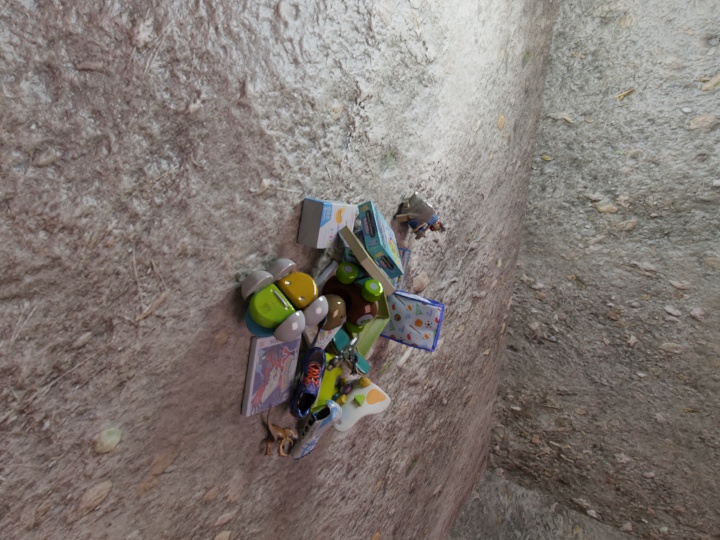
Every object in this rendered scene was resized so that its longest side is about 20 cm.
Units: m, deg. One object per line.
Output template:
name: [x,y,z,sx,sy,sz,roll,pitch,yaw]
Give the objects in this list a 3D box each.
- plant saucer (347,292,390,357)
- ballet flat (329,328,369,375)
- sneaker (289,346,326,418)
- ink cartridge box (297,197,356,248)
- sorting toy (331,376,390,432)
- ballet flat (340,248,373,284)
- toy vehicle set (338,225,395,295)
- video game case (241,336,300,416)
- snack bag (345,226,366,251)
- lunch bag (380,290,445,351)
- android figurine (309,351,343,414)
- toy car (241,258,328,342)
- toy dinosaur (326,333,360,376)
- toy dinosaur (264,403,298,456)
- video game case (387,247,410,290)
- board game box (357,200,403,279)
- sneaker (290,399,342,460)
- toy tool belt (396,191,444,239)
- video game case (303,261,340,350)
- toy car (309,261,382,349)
plant saucer: [0.015,0.150,1.759,0.201,0.047,0.202,-53,144,-33]
ballet flat: [-0.049,0.245,1.668,0.201,0.062,0.069,55,51,-21]
sneaker: [-0.134,0.307,1.496,0.074,0.078,0.204,15,86,-16]
ink cartridge box: [-0.074,-0.122,1.455,0.199,0.067,0.117,-7,109,-59]
sorting toy: [-0.042,0.422,1.679,0.180,0.198,0.108,-46,110,-39]
ballet flat: [0.000,0.000,1.607,0.075,0.073,0.200,-63,151,-19]
toy vehicle set: [0.020,-0.024,1.468,0.026,0.125,0.200,-36,144,4]
video game case: [-0.224,0.254,1.419,0.181,0.023,0.204,-6,109,-59]
snack bag: [0.000,-0.040,1.672,0.188,0.021,0.203,-36,131,-49]
lunch bag: [0.187,0.173,1.916,0.123,0.197,0.173,0,103,-59]
android figurine: [-0.119,0.331,1.618,0.199,0.041,0.185,4,100,-61]
toy car: [-0.189,0.085,1.294,0.199,0.175,0.150,-32,167,-51]
toy dinosaur: [-0.030,0.245,1.597,0.200,0.047,0.089,-49,122,-53]
toy dinosaur: [-0.228,0.438,1.484,0.201,0.059,0.108,61,27,-58]
video game case: [0.109,-0.007,1.879,0.199,0.018,0.146,7,97,-61]
board game box: [0.061,-0.086,1.617,0.200,0.046,0.153,48,26,-57]
sneaker: [-0.138,0.455,1.597,0.072,0.072,0.200,43,88,-24]
toy tool belt: [0.195,-0.167,1.881,0.122,0.125,0.200,-40,144,3]
video game case: [-0.099,0.108,1.548,0.200,0.023,0.184,-50,136,-36]
toy car: [-0.058,0.111,1.402,0.200,0.157,0.165,-48,168,-46]
